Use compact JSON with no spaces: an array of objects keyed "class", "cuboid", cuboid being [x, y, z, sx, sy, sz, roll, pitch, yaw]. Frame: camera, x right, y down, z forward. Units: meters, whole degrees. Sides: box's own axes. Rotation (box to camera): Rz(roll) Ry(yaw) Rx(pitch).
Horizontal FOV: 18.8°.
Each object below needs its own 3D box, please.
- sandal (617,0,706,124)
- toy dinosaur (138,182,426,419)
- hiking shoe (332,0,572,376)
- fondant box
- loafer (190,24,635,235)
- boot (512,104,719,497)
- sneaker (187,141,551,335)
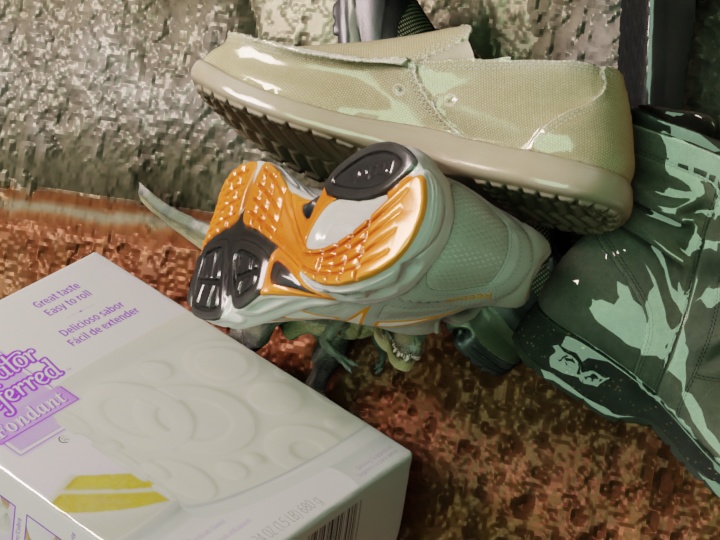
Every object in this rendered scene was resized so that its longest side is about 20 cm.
[{"class":"sandal","cuboid":[0.144,-0.142,0.946,0.048,0.075,0.201,4,98,-6]},{"class":"toy dinosaur","cuboid":[-0.035,0.026,1.015,0.200,0.047,0.088,22,114,40]},{"class":"hiking shoe","cuboid":[0.058,-0.060,0.976,0.100,0.076,0.201,-23,88,12]},{"class":"fondant box","cuboid":[-0.100,0.083,0.958,0.200,0.144,0.058,30,129,28]},{"class":"loafer","cuboid":[0.025,-0.069,0.909,0.199,0.076,0.068,16,76,19]},{"class":"boot","cuboid":[0.171,0.026,0.897,0.200,0.068,0.131,33,106,6]},{"class":"sneaker","cuboid":[0.000,0.000,0.918,0.200,0.092,0.076,-1,69,60]}]
